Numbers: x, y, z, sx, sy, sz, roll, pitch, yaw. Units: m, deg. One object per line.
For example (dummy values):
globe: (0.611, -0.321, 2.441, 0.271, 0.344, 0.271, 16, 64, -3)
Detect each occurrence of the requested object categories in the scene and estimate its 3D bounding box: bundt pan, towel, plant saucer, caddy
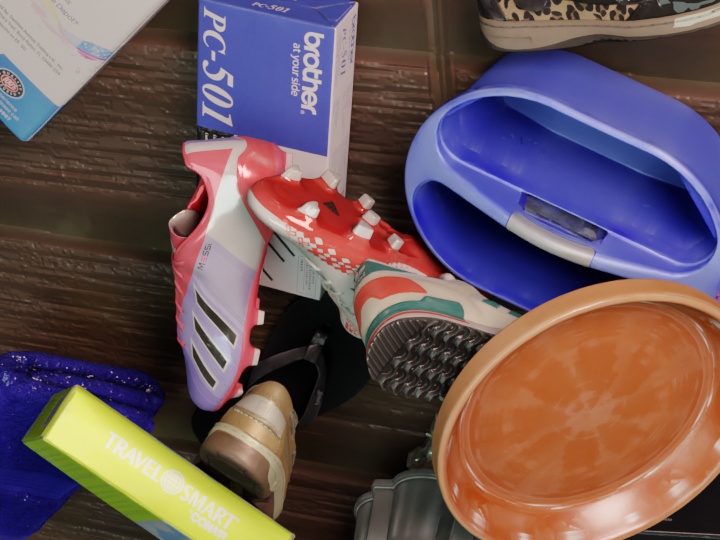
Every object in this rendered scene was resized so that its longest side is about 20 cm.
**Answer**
bundt pan: (0.080, 0.222, 1.244, 0.200, 0.076, 0.203, 13, 144, 10)
towel: (-0.251, 0.136, 1.353, 0.147, 0.050, 0.200, 12, 138, -38)
plant saucer: (0.136, 0.085, 1.064, 0.198, 0.032, 0.202, -9, 130, -11)
caddy: (0.125, -0.041, 1.079, 0.199, 0.105, 0.142, 25, 128, 8)

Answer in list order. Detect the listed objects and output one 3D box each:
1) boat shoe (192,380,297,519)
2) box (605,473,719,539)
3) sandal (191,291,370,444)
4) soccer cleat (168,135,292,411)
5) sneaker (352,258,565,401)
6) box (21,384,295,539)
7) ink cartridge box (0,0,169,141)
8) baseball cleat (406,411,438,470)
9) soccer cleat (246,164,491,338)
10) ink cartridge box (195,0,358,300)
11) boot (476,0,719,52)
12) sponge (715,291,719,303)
boat shoe: (-0.069, 0.123, 1.251, 0.071, 0.076, 0.200, 31, 162, -1)
box: (0.262, 0.187, 1.163, 0.198, 0.079, 0.142, 0, 131, 25)
sandal: (-0.051, 0.083, 1.278, 0.076, 0.043, 0.200, 41, 128, -4)
soccer cleat: (-0.095, 0.002, 1.168, 0.076, 0.067, 0.201, 8, 123, -14)
sneaker: (0.080, 0.041, 1.093, 0.199, 0.094, 0.071, 18, 120, -30)
box: (-0.130, 0.154, 1.229, 0.199, 0.048, 0.122, 36, 165, -10)
ink cartridge box: (-0.189, -0.201, 1.137, 0.145, 0.085, 0.200, 46, 129, -9)
baseball cleat: (0.117, 0.099, 1.208, 0.106, 0.070, 0.200, 31, 134, -14)
soccer cleat: (0.000, 0.000, 1.134, 0.199, 0.069, 0.085, 21, 118, -41)
ink cartridge box: (-0.057, -0.084, 1.175, 0.093, 0.044, 0.201, 14, 125, 14)
boot: (0.138, -0.206, 0.995, 0.199, 0.073, 0.152, -4, 118, 33)
sponge: (0.270, 0.064, 1.127, 0.198, 0.030, 0.112, 1, 121, 25)
